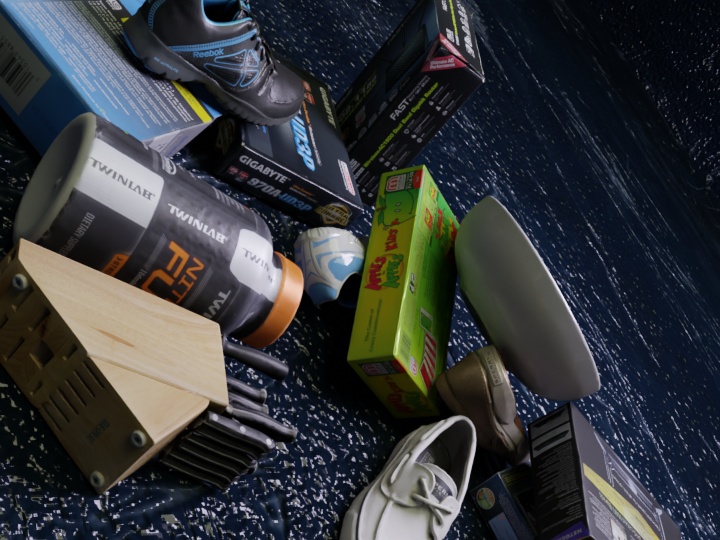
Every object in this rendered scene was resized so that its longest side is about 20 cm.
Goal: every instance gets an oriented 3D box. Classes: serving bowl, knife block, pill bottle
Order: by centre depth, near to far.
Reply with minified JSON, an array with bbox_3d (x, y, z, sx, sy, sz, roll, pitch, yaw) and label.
[{"bbox_3d":[-0.134,0.059,0.669,0.201,0.064,0.175,51,27,3],"label":"knife block"},{"bbox_3d":[-0.135,-0.017,0.714,0.198,0.106,0.107,31,32,-31],"label":"pill bottle"},{"bbox_3d":[0.138,0.036,0.910,0.202,0.065,0.200,61,0,1],"label":"serving bowl"}]

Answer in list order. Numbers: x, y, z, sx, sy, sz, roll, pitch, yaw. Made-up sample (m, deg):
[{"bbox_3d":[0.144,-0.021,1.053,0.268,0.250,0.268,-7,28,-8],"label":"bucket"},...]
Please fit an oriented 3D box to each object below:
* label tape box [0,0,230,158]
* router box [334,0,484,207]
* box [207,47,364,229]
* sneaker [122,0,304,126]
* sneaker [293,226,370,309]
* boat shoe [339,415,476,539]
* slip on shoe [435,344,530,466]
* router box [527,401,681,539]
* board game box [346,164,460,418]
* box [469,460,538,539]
[{"bbox_3d":[-0.206,-0.152,0.819,0.145,0.063,0.200,50,24,0],"label":"label tape box"},{"bbox_3d":[0.044,-0.190,1.090,0.062,0.200,0.151,30,32,-22],"label":"router box"},{"bbox_3d":[-0.084,-0.146,1.013,0.158,0.046,0.202,26,35,-38],"label":"box"},{"bbox_3d":[-0.105,-0.186,0.862,0.199,0.082,0.074,15,39,-53],"label":"sneaker"},{"bbox_3d":[0.000,0.000,0.952,0.199,0.071,0.074,0,82,-61],"label":"sneaker"},{"bbox_3d":[0.046,0.180,0.780,0.072,0.066,0.200,50,31,-1],"label":"boat shoe"},{"bbox_3d":[0.114,0.133,0.919,0.201,0.060,0.077,62,7,-62],"label":"slip on shoe"},{"bbox_3d":[0.227,0.240,0.889,0.200,0.052,0.158,47,25,-23],"label":"router box"},{"bbox_3d":[0.045,0.018,0.905,0.102,0.047,0.203,53,38,-45],"label":"board game box"},{"bbox_3d":[0.195,0.247,0.958,0.199,0.038,0.138,1,55,-56],"label":"box"}]
